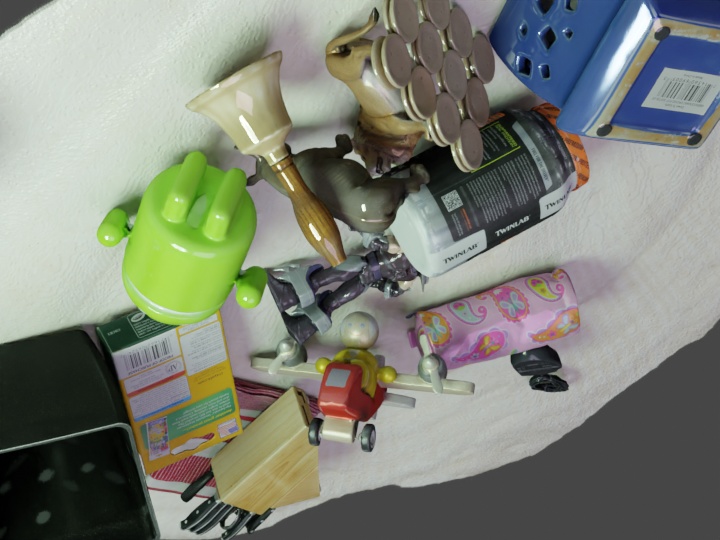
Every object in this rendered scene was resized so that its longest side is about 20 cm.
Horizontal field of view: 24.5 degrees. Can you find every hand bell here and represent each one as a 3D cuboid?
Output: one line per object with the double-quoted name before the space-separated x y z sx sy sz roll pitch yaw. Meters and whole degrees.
"hand bell" -0.071 -0.092 1.551 0.104 0.201 0.104 -29 -175 3

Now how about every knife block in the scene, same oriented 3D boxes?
"knife block" -0.138 0.238 1.973 0.175 0.064 0.201 -13 140 -11

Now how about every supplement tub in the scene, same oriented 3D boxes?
"supplement tub" 0.128 -0.088 1.714 0.199 0.123 0.123 -27 142 -11

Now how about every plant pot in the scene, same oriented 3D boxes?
"plant pot" -0.331 0.179 1.742 0.199 0.178 0.200 -12 135 -5
"plant pot" 0.270 -0.230 1.593 0.199 0.180 0.200 4 132 -29

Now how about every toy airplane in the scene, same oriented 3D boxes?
"toy airplane" 0.002 0.115 1.873 0.199 0.199 0.142 -2 99 -30

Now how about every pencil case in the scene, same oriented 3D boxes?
"pencil case" 0.157 0.061 1.944 0.199 0.088 0.088 -17 140 -7

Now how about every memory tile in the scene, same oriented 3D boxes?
"memory tile" 0.072 -0.197 1.569 0.017 0.154 0.200 -7 149 30

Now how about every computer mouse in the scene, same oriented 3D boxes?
"computer mouse" 0.225 0.117 2.056 0.058 0.034 0.200 -9 161 13

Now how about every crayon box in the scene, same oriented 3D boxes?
"crayon box" -0.206 0.121 1.825 0.125 0.052 0.201 -23 135 -16

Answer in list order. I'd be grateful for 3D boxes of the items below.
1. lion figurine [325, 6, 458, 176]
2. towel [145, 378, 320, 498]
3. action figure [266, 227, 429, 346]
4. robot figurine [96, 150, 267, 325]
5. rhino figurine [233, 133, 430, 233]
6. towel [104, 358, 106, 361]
"lion figurine" 0.014 -0.177 1.612 0.073 0.122 0.200 -53 132 -29
"towel" -0.157 0.210 2.000 0.144 0.023 0.200 17 126 -37
"action figure" 0.000 0.000 1.810 0.199 0.069 0.130 -24 134 -5
"robot figurine" -0.171 -0.025 1.645 0.175 0.116 0.200 22 140 -6
"rhino figurine" -0.039 -0.093 1.615 0.087 0.199 0.060 -47 150 -43
"towel" -0.285 0.151 1.874 0.086 0.018 0.200 21 124 -40
